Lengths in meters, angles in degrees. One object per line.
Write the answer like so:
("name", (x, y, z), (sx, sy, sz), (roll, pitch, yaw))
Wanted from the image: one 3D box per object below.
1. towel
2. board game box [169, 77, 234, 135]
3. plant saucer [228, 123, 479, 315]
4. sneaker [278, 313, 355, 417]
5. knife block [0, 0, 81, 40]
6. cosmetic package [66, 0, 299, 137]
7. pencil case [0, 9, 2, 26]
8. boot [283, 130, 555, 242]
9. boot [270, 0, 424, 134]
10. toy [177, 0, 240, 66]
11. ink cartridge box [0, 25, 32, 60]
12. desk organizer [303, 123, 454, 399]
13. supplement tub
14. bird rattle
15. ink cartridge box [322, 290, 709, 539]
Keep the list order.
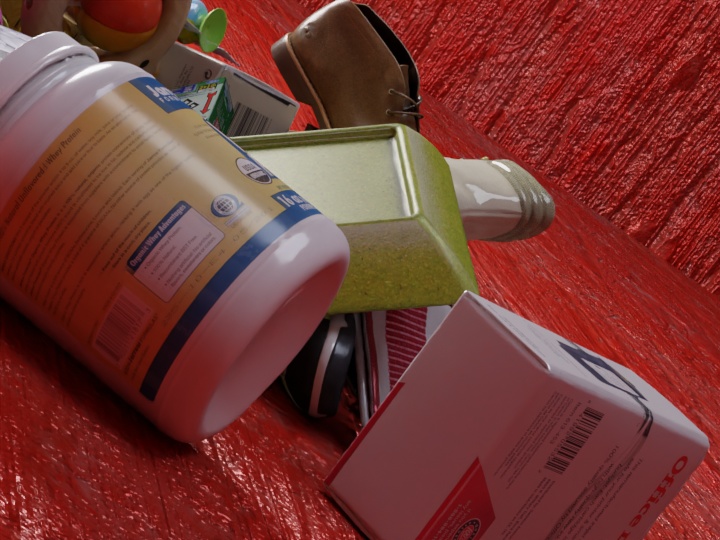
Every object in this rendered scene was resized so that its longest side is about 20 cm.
("towel", (0.063, 0.087, 1.633), (0.200, 0.023, 0.144), (26, 51, -48))
("board game box", (-0.154, -0.086, 1.636), (0.200, 0.134, 0.029), (-92, 170, -78))
("plant saucer", (-0.034, -0.039, 1.607), (0.199, 0.048, 0.200), (-5, 28, -2))
("sneaker", (-0.062, 0.036, 1.609), (0.083, 0.072, 0.200), (8, 18, -18))
("knife block", (-0.315, -0.232, 1.924), (0.200, 0.064, 0.176), (33, 10, -19))
("cosmetic package", (-0.155, -0.141, 1.907), (0.200, 0.071, 0.105), (27, 1, 36))
("pencil case", (-0.305, -0.195, 1.733), (0.093, 0.091, 0.200), (6, 19, -21))
("boot", (0.033, -0.060, 1.892), (0.154, 0.072, 0.200), (-3, 14, -38))
("boot", (0.017, -0.101, 1.739), (0.200, 0.075, 0.074), (58, 20, 18))
("toy", (-0.185, -0.225, 1.939), (0.200, 0.047, 0.115), (28, -3, 25))
("ink cartridge box", (-0.273, -0.131, 1.537), (0.198, 0.043, 0.200), (21, 14, -15))
("desk organizer", (0.000, 0.000, 1.735), (0.077, 0.072, 0.200), (24, 33, -55))
("supplement tub", (-0.122, -0.020, 1.346), (0.200, 0.145, 0.145), (39, 10, 11))
("bird rattle", (-0.194, -0.195, 1.773), (0.163, 0.201, 0.113), (-4, 31, -39))
("ink cartridge box", (0.096, 0.114, 1.486), (0.084, 0.145, 0.200), (44, 11, 37))
